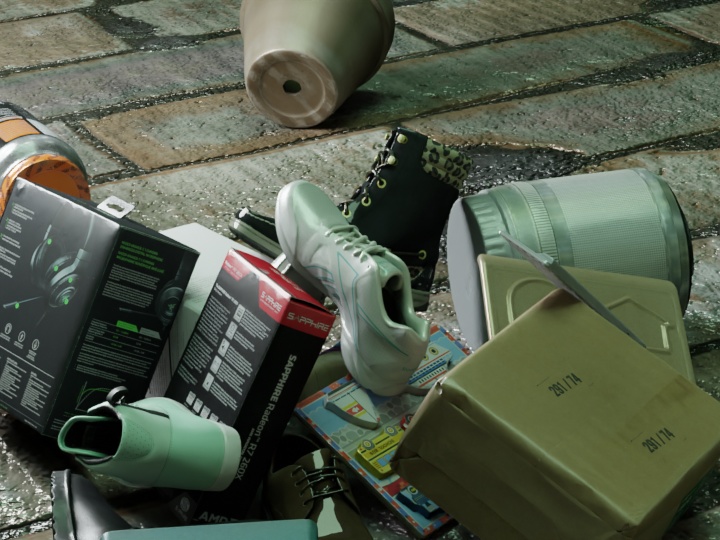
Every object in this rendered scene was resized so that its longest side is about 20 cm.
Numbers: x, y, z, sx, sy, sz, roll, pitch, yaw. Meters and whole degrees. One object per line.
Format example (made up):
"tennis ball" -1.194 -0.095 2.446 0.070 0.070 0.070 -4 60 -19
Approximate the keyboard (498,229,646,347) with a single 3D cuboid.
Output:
"keyboard" 0.172 0.019 1.686 0.056 0.011 0.200 30 -5 37

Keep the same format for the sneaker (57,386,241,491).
"sneaker" -0.188 0.124 1.614 0.118 0.074 0.200 17 -10 -31

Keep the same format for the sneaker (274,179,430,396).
"sneaker" 0.000 0.000 1.717 0.070 0.080 0.201 -14 64 -40

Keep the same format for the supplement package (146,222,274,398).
"supplement package" -0.141 0.049 1.873 0.121 0.120 0.200 -16 26 -32

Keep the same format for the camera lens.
"camera lens" 0.194 -0.007 1.931 0.199 0.161 0.160 -7 22 -12

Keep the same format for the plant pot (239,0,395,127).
"plant pot" -0.068 -0.272 2.615 0.199 0.200 0.174 3 40 12

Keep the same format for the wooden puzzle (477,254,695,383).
"wooden puzzle" 0.192 0.077 1.780 0.185 0.046 0.200 8 45 -16

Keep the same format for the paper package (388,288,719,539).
"paper package" 0.157 0.133 1.582 0.190 0.104 0.200 37 35 14

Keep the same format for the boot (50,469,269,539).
"boot" -0.146 0.206 1.552 0.162 0.074 0.198 -6 24 -10

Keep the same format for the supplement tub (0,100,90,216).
"supplement tub" -0.369 -0.102 2.267 0.122 0.123 0.200 -12 24 -23

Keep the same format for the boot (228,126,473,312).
"boot" -0.005 -0.062 1.869 0.203 0.154 0.073 21 3 -23

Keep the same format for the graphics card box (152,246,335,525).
"graphics card box" -0.101 0.096 1.656 0.051 0.201 0.125 21 8 -33

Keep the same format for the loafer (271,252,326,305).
"loafer" -0.072 0.071 1.747 0.070 0.201 0.070 27 -11 -26

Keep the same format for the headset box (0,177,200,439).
"headset box" -0.248 0.030 1.800 0.093 0.201 0.174 19 2 -43

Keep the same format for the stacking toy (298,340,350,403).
"stacking toy" 0.006 0.081 1.846 0.085 0.086 0.200 3 19 12

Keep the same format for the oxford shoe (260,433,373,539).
"oxford shoe" -0.034 0.183 1.583 0.072 0.085 0.200 -9 24 -21

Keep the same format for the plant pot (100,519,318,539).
"plant pot" -0.090 0.273 1.298 0.141 0.142 0.200 -3 29 -2

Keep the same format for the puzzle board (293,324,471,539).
"puzzle board" 0.058 0.125 1.710 0.151 0.017 0.200 44 40 17
